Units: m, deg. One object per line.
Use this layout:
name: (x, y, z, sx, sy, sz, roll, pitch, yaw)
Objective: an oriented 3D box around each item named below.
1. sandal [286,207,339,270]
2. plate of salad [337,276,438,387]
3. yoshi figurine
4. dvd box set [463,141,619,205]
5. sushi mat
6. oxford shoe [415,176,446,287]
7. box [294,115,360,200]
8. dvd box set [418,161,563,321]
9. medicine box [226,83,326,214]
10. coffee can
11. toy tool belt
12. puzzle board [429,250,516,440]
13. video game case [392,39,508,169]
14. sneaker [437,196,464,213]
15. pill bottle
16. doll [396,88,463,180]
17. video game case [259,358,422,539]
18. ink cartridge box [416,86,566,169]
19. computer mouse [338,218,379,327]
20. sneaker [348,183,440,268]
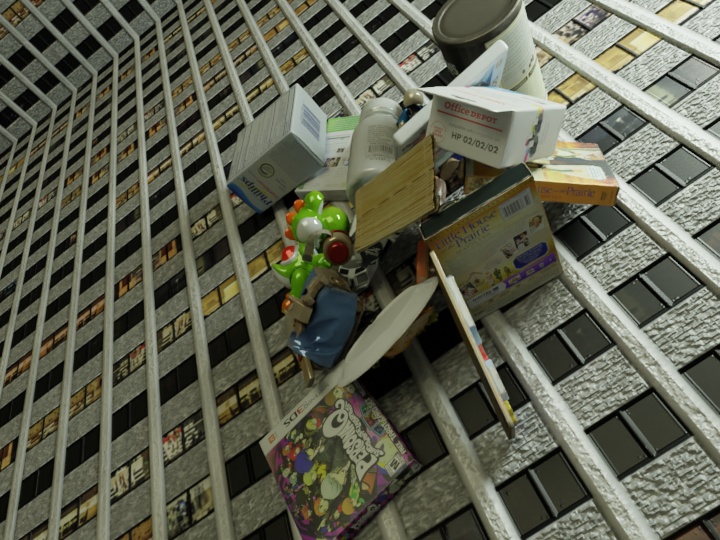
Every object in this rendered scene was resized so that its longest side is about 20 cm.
sandal: (-0.098, -0.073, 0.996, 0.077, 0.070, 0.212, -43, 45, -1)
plate of salad: (0.043, 0.089, 0.729, 0.201, 0.048, 0.200, -47, 3, 3)
yoshi figurine: (-0.069, -0.024, 0.888, 0.110, 0.110, 0.208, 11, 92, 37)
dvd box set: (0.242, -0.144, 0.746, 0.192, 0.030, 0.148, 6, 35, 8)
sushi mat: (0.042, -0.094, 0.709, 0.198, 0.012, 0.099, -26, 58, 58)
oxford shoe: (0.129, -0.062, 0.846, 0.070, 0.072, 0.206, 2, 62, 11)
box: (-0.040, -0.234, 1.100, 0.141, 0.036, 0.205, 4, 62, 36)
dvd box set: (0.173, -0.025, 0.683, 0.144, 0.201, 0.030, -31, 46, 11)
medicine box: (-0.175, -0.257, 1.130, 0.197, 0.102, 0.186, -31, 40, 27)
coffee can: (0.219, -0.344, 0.884, 0.142, 0.201, 0.150, -18, 49, 21)
toy tool belt: (-0.050, 0.056, 0.775, 0.124, 0.121, 0.206, -103, 29, -66)
puzzle board: (0.135, 0.090, 0.622, 0.017, 0.151, 0.205, -24, 65, 5)
video game case: (0.129, -0.212, 0.784, 0.199, 0.183, 0.023, -42, 75, -4)
sneaker: (0.200, -0.061, 0.787, 0.195, 0.120, 0.075, -20, 13, -25)
pill bottle: (0.035, -0.213, 0.975, 0.111, 0.115, 0.206, -14, 51, 25)
doll: (0.130, -0.248, 0.948, 0.132, 0.049, 0.204, -11, 57, -27)
video game case: (-0.035, 0.253, 0.737, 0.181, 0.036, 0.200, -43, 45, 0)
ink cartridge box: (0.160, -0.181, 0.663, 0.113, 0.070, 0.197, 29, 32, 34)
computer mouse: (0.000, 0.000, 0.896, 0.107, 0.044, 0.206, -6, 60, 33)
sneaker: (0.040, -0.064, 0.807, 0.197, 0.078, 0.134, 13, 81, 57)
